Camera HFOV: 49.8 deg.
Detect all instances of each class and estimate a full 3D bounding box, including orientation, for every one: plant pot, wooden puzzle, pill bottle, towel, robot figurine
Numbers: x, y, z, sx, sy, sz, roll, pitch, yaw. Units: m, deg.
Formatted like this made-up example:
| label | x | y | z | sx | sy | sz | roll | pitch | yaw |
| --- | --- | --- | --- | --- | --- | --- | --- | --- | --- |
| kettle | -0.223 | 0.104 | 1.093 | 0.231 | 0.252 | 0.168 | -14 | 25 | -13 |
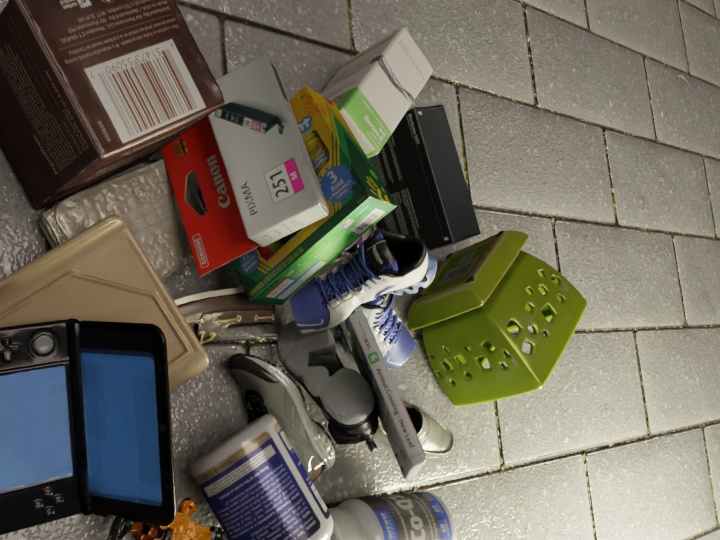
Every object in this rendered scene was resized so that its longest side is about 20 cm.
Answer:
| label | x | y | z | sx | sy | sz | roll | pitch | yaw |
| --- | --- | --- | --- | --- | --- | --- | --- | --- | --- |
| plant pot | 0.199 | 0.066 | 1.200 | 0.182 | 0.199 | 0.199 | 51 | 52 | -12 |
| wooden puzzle | -0.286 | 0.071 | 0.829 | 0.183 | 0.037 | 0.202 | -33 | 107 | -16 |
| pill bottle | -0.101 | 0.281 | 0.894 | 0.115 | 0.115 | 0.202 | -28 | 85 | -42 |
| pill bottle | 0.023 | 0.357 | 1.020 | 0.197 | 0.113 | 0.116 | 8 | 74 | -41 |
| towel | -0.266 | -0.045 | 0.911 | 0.199 | 0.034 | 0.135 | -32 | 103 | -43 |
| robot figurine | -0.232 | 0.340 | 0.831 | 0.145 | 0.058 | 0.202 | 42 | 56 | -27 |

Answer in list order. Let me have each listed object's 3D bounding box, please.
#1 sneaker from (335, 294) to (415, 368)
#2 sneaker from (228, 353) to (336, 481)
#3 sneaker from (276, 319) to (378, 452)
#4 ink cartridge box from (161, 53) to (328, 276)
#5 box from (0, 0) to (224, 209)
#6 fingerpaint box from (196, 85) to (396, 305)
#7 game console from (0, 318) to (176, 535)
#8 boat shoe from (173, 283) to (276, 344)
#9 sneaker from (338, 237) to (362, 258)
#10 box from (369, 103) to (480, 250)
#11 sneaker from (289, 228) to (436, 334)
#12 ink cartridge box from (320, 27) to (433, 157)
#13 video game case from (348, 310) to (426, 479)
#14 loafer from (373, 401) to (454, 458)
| label | x | y | z | sx | sy | sz | roll | pitch | yaw |
| --- | --- | --- | --- | --- | --- | --- | --- | --- | --- |
| sneaker | 0.016 | 0.060 | 1.073 | 0.199 | 0.114 | 0.081 | 44 | 57 | -23 |
| sneaker | -0.106 | 0.190 | 0.974 | 0.079 | 0.073 | 0.202 | -42 | 108 | -34 |
| sneaker | -0.041 | 0.152 | 1.001 | 0.075 | 0.200 | 0.115 | -31 | 133 | -15 |
| ink cartridge box | -0.146 | -0.121 | 0.888 | 0.044 | 0.171 | 0.203 | 41 | 26 | -69 |
| box | -0.283 | -0.192 | 0.818 | 0.165 | 0.198 | 0.166 | -37 | 104 | -41 |
| fingerpaint box | -0.082 | -0.086 | 0.935 | 0.073 | 0.199 | 0.169 | 12 | 44 | -60 |
| game console | -0.285 | 0.156 | 0.751 | 0.173 | 0.115 | 0.205 | -6 | 97 | -35 |
| boat shoe | -0.182 | 0.057 | 0.939 | 0.198 | 0.071 | 0.061 | -15 | 86 | -49 |
| sneaker | -0.033 | -0.065 | 1.060 | 0.200 | 0.073 | 0.090 | 25 | 69 | -67 |
| box | 0.083 | -0.130 | 1.174 | 0.078 | 0.140 | 0.204 | -18 | 92 | -42 |
| sneaker | 0.001 | 0.000 | 0.956 | 0.196 | 0.115 | 0.082 | -22 | 71 | -3 |
| ink cartridge box | -0.001 | -0.240 | 1.121 | 0.084 | 0.144 | 0.201 | 48 | 53 | -22 |
| video game case | 0.031 | 0.160 | 0.953 | 0.022 | 0.200 | 0.185 | -22 | 72 | -6 |
| loafer | 0.071 | 0.230 | 1.123 | 0.198 | 0.069 | 0.071 | 23 | 64 | -36 |
